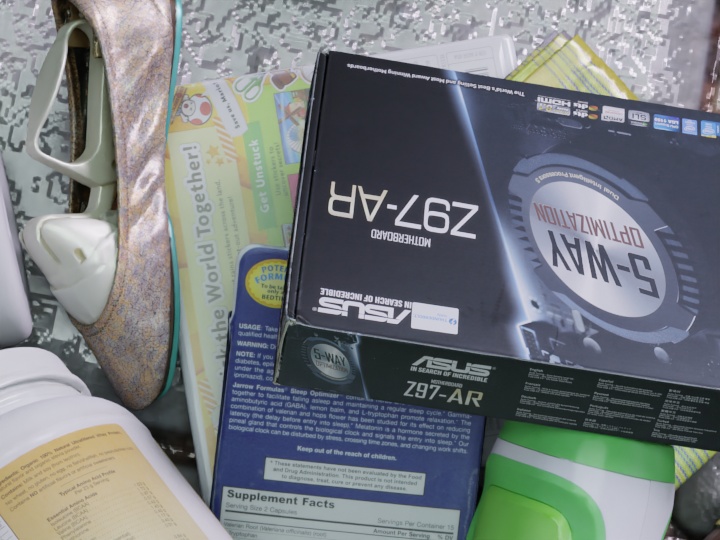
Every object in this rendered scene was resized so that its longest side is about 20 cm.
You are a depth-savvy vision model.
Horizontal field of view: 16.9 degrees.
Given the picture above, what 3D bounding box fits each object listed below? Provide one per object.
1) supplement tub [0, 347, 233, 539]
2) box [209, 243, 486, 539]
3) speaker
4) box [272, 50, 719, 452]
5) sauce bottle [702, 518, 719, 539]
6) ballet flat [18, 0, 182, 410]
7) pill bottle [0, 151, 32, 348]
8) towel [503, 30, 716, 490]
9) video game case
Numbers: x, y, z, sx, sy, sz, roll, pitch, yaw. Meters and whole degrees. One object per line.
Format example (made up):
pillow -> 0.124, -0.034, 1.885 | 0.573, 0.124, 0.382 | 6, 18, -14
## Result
supplement tub -> -0.120, 0.145, 1.023 | 0.144, 0.145, 0.200 | -37, 66, -9
box -> -0.006, 0.091, 1.086 | 0.120, 0.032, 0.201 | 6, 97, -2
speaker -> 0.078, 0.165, 1.052 | 0.088, 0.088, 0.201 | 14, 91, -1
box -> 0.068, -0.010, 1.045 | 0.199, 0.044, 0.161 | 9, 49, -3
sauce bottle -> 0.189, 0.133, 1.101 | 0.065, 0.065, 0.200 | 44, 82, 5
ballet flat -> -0.121, -0.037, 1.099 | 0.067, 0.068, 0.201 | 2, 85, -34
pill bottle -> -0.253, -0.003, 1.074 | 0.199, 0.111, 0.112 | -12, 81, -5
towel -> 0.106, 0.000, 1.118 | 0.144, 0.023, 0.200 | -41, 86, -10
video game case -> 0.000, 0.000, 1.134 | 0.181, 0.023, 0.201 | -9, 81, -5
